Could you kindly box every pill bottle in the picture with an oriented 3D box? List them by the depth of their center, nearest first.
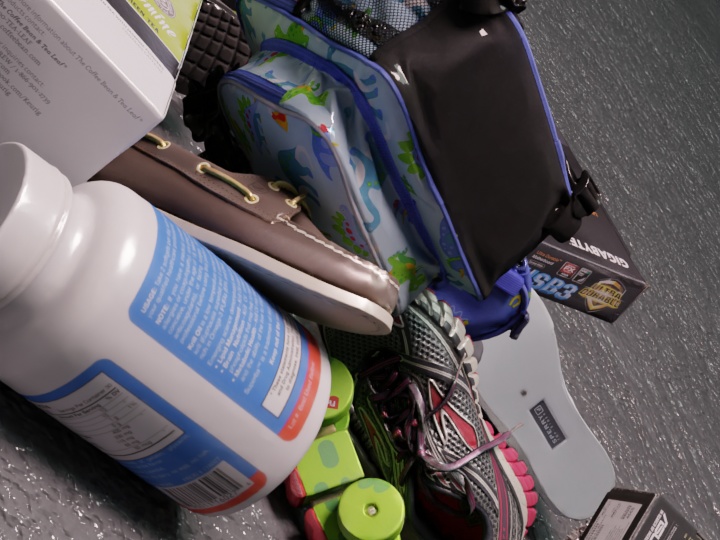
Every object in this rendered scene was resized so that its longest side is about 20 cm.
[{"bbox_3d":[-0.117,0.026,0.986,0.200,0.112,0.113,41,24,-32],"label":"pill bottle"}]

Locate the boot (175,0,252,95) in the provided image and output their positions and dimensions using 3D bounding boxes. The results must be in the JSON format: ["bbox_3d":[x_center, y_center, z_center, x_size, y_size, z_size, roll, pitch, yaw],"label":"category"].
[{"bbox_3d":[-0.147,-0.198,1.298,0.199,0.070,0.132,31,27,-21],"label":"boot"}]

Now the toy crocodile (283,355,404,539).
[{"bbox_3d":[-0.019,0.116,1.131,0.068,0.061,0.201,99,-31,-68],"label":"toy crocodile"}]

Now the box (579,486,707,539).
[{"bbox_3d":[0.154,0.248,1.127,0.160,0.201,0.043,42,-21,-25],"label":"box"}]

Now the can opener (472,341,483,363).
[{"bbox_3d":[0.000,0.000,1.273,0.200,0.053,0.067,51,26,-15],"label":"can opener"}]

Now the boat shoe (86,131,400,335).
[{"bbox_3d":[-0.062,-0.024,1.049,0.199,0.060,0.072,21,-18,24],"label":"boat shoe"}]

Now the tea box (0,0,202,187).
[{"bbox_3d":[-0.201,-0.151,1.056,0.200,0.133,0.197,46,22,-18],"label":"tea box"}]

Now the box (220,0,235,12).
[{"bbox_3d":[-0.086,-0.254,1.388,0.047,0.193,0.201,31,29,-42],"label":"box"}]

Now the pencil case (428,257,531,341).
[{"bbox_3d":[0.057,-0.049,1.266,0.078,0.086,0.201,41,31,-44],"label":"pencil case"}]

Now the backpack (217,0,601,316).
[{"bbox_3d":[0.008,-0.089,1.116,0.200,0.146,0.184,42,-18,52],"label":"backpack"}]

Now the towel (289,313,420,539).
[{"bbox_3d":[0.022,0.081,1.298,0.201,0.034,0.192,58,17,11],"label":"towel"}]

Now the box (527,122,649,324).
[{"bbox_3d":[0.093,-0.067,1.452,0.199,0.050,0.199,20,31,-37],"label":"box"}]

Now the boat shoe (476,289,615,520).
[{"bbox_3d":[0.102,0.079,1.390,0.201,0.071,0.091,64,-13,-19],"label":"boat shoe"}]

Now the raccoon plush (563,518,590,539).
[{"bbox_3d":[0.114,0.209,1.159,0.097,0.134,0.200,54,20,0],"label":"raccoon plush"}]

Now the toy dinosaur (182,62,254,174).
[{"bbox_3d":[-0.089,-0.038,1.182,0.137,0.102,0.200,67,-14,-21],"label":"toy dinosaur"}]

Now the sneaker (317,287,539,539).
[{"bbox_3d":[0.038,0.089,1.163,0.201,0.080,0.075,57,30,-12],"label":"sneaker"}]
